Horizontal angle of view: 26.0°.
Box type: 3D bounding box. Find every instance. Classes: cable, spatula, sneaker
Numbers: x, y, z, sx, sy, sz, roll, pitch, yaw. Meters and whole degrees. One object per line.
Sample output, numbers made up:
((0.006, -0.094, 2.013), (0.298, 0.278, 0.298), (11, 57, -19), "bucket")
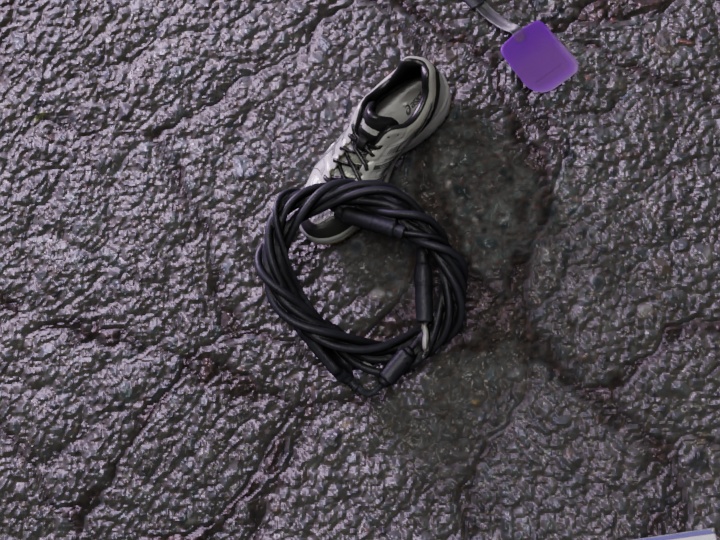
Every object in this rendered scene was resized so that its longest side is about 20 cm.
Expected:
((0.000, 0.000, 1.394), (0.163, 0.051, 0.200), (-39, 88, 5), "cable")
((0.124, -0.246, 1.485), (0.056, 0.021, 0.200), (-37, 67, -14), "spatula")
((0.003, -0.117, 1.437), (0.075, 0.088, 0.200), (35, 84, 17), "sneaker")

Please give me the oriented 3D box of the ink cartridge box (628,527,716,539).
((0.262, 0.319, 1.280), (0.099, 0.039, 0.202), (-9, 73, 9), "ink cartridge box")
